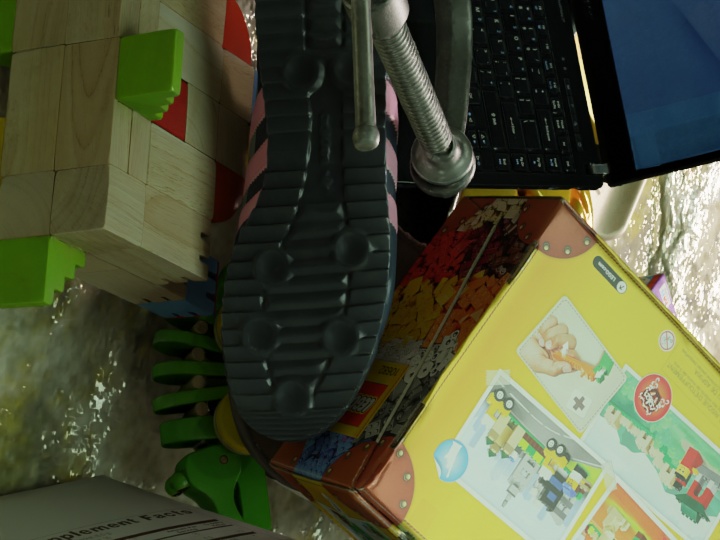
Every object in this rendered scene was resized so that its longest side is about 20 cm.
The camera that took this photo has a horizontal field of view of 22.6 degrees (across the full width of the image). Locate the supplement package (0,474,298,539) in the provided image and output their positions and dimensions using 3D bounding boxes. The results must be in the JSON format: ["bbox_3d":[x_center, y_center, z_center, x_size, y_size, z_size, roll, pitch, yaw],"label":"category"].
[{"bbox_3d":[-0.079,0.168,0.713,0.119,0.199,0.122,-4,102,-54],"label":"supplement package"}]

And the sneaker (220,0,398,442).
[{"bbox_3d":[-0.014,-0.031,0.737,0.082,0.069,0.202,26,71,-84],"label":"sneaker"}]

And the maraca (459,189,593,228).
[{"bbox_3d":[0.037,-0.023,0.913,0.199,0.107,0.138,-12,79,-33],"label":"maraca"}]

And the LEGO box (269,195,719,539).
[{"bbox_3d":[0.086,0.088,0.763,0.200,0.077,0.149,44,73,-22],"label":"LEGO box"}]

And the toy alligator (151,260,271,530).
[{"bbox_3d":[-0.068,0.078,0.813,0.054,0.059,0.202,4,75,-17],"label":"toy alligator"}]

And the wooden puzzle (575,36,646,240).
[{"bbox_3d":[0.153,-0.143,1.100,0.200,0.037,0.186,49,59,-47],"label":"wooden puzzle"}]

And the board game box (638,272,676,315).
[{"bbox_3d":[0.112,0.087,0.978,0.200,0.102,0.106,-39,113,-63],"label":"board game box"}]

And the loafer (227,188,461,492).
[{"bbox_3d":[0.000,0.000,0.794,0.073,0.071,0.201,30,61,-26],"label":"loafer"}]

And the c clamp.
[{"bbox_3d":[0.018,-0.092,0.678,0.200,0.027,0.172,51,38,-68],"label":"c clamp"}]

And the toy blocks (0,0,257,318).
[{"bbox_3d":[-0.084,-0.069,0.743,0.137,0.099,0.202,30,58,-60],"label":"toy blocks"}]

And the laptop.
[{"bbox_3d":[0.101,-0.135,0.803,0.199,0.103,0.179,-1,74,-35],"label":"laptop"}]

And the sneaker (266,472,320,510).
[{"bbox_3d":[0.027,0.127,0.868,0.076,0.199,0.088,-43,150,-62],"label":"sneaker"}]

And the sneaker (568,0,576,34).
[{"bbox_3d":[0.093,-0.184,0.956,0.071,0.097,0.202,11,88,-52],"label":"sneaker"}]
